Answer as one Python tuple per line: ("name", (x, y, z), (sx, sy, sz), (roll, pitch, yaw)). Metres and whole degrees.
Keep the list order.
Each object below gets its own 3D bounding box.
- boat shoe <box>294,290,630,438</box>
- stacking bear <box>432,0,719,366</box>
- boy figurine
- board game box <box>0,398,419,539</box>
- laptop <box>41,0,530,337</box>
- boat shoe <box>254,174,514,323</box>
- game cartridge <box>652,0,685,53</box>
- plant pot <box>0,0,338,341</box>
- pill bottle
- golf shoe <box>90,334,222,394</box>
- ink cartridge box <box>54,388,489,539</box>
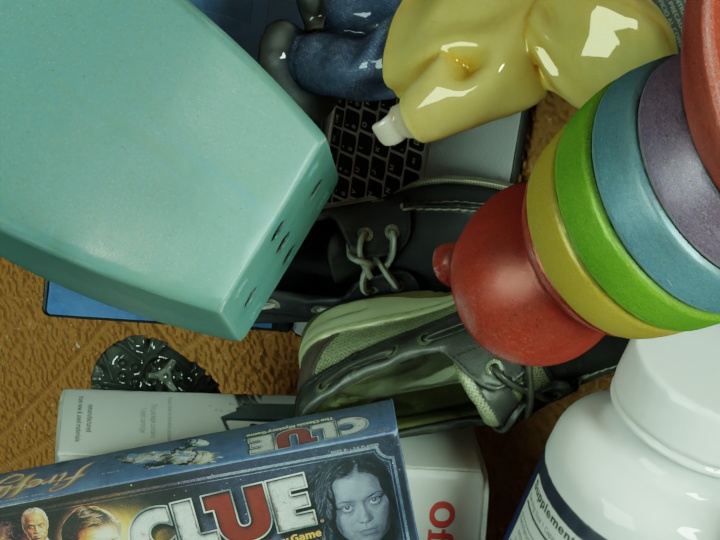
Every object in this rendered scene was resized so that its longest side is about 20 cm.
("boat shoe", (0.060, 0.042, 1.208), (0.199, 0.066, 0.072), (-11, 134, 24))
("stacking bear", (0.113, -0.023, 1.086), (0.121, 0.114, 0.200), (35, 140, -20))
("boy figurine", (0.054, -0.105, 1.166), (0.199, 0.125, 0.065), (3, 144, 35))
("board game box", (-0.070, 0.142, 1.207), (0.035, 0.198, 0.136), (-98, -3, -67))
("laptop", (-0.037, -0.039, 1.291), (0.199, 0.115, 0.189), (26, 116, 38))
("boat shoe", (0.000, 0.000, 1.253), (0.198, 0.063, 0.073), (-2, 107, 16))
("game cartridge", (0.183, -0.082, 1.126), (0.133, 0.041, 0.201), (-32, 76, 39))
("plant pot", (-0.117, -0.063, 1.198), (0.199, 0.141, 0.142), (30, 83, 8))
("pill bottle", (0.121, 0.122, 1.176), (0.111, 0.111, 0.201), (41, 124, 30))
("golf shoe", (-0.089, 0.119, 1.366), (0.094, 0.078, 0.201), (11, 134, 61))
("ink cartridge box", (-0.047, 0.140, 1.273), (0.086, 0.198, 0.148), (-105, 18, -68))
